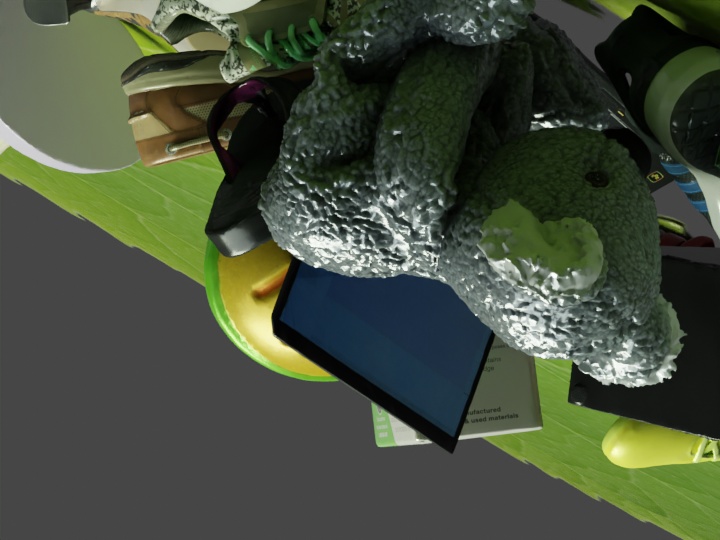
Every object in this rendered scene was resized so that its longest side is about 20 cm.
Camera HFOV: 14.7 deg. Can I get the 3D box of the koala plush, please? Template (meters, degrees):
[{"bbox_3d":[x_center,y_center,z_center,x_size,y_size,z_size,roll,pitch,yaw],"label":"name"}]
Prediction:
[{"bbox_3d":[0.071,-0.029,1.350,0.200,0.184,0.177,46,180,29],"label":"koala plush"}]

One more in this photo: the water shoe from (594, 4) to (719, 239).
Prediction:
[{"bbox_3d":[0.180,-0.072,1.401,0.079,0.071,0.200,48,180,33],"label":"water shoe"}]

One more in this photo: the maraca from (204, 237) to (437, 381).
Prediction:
[{"bbox_3d":[0.000,0.000,1.603,0.200,0.137,0.107,14,-173,-30],"label":"maraca"}]

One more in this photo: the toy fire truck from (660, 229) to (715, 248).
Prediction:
[{"bbox_3d":[0.160,0.002,1.727,0.176,0.129,0.200,25,160,21],"label":"toy fire truck"}]

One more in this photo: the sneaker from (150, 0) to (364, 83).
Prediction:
[{"bbox_3d":[-0.039,-0.137,1.564,0.200,0.089,0.077,21,169,39],"label":"sneaker"}]

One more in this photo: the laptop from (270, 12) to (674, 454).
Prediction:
[{"bbox_3d":[0.071,-0.017,1.528,0.177,0.200,0.103,36,-148,-45],"label":"laptop"}]

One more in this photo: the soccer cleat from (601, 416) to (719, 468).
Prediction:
[{"bbox_3d":[0.238,0.092,1.687,0.084,0.200,0.065,60,144,26],"label":"soccer cleat"}]

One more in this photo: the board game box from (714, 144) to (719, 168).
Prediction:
[{"bbox_3d":[0.262,-0.026,1.376,0.105,0.024,0.200,11,170,33],"label":"board game box"}]

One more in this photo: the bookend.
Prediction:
[{"bbox_3d":[0.255,0.045,1.532,0.199,0.092,0.200,12,-172,44],"label":"bookend"}]

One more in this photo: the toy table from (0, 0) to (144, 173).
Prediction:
[{"bbox_3d":[-0.252,-0.140,2.013,0.117,0.184,0.200,-4,143,42],"label":"toy table"}]

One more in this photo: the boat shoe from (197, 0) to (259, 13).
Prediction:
[{"bbox_3d":[-0.101,-0.189,1.513,0.071,0.070,0.201,29,175,-32],"label":"boat shoe"}]

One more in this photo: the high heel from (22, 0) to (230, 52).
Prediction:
[{"bbox_3d":[-0.097,-0.174,1.732,0.200,0.072,0.143,8,-161,9],"label":"high heel"}]

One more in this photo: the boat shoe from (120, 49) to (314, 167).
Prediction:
[{"bbox_3d":[-0.039,-0.093,1.635,0.200,0.074,0.076,-4,178,-2],"label":"boat shoe"}]

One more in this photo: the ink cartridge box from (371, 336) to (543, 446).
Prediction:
[{"bbox_3d":[0.049,0.006,1.732,0.084,0.200,0.145,-6,176,-9],"label":"ink cartridge box"}]

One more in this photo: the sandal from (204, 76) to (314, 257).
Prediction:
[{"bbox_3d":[-0.052,-0.072,1.499,0.048,0.075,0.200,54,-166,-17],"label":"sandal"}]
